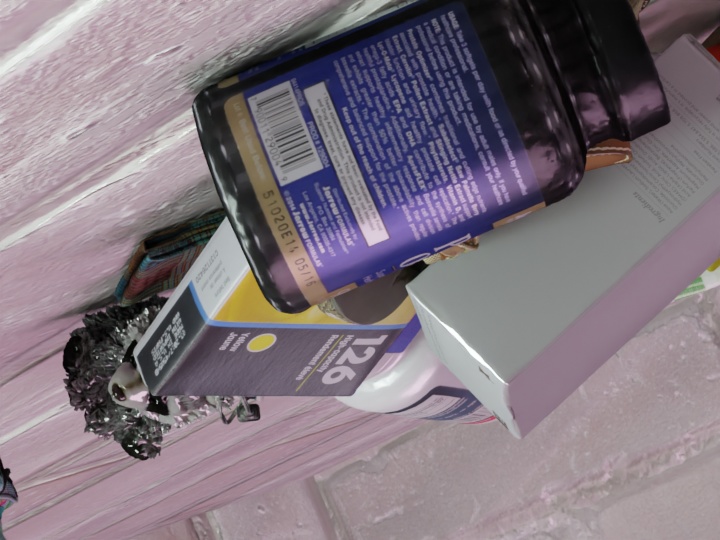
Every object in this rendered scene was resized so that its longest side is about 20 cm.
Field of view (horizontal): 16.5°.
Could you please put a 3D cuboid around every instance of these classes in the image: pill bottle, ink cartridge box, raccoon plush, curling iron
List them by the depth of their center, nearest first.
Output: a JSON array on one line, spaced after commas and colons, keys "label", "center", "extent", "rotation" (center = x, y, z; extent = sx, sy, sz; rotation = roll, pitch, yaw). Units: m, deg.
[{"label": "pill bottle", "center": [0.033, -0.067, 1.126], "extent": [0.199, 0.112, 0.112], "rotation": [-23, 173, 3]}, {"label": "ink cartridge box", "center": [0.000, 0.000, 1.403], "extent": [0.199, 0.047, 0.198], "rotation": [3, 138, -36]}, {"label": "curling iron", "center": [-0.075, 0.034, 1.538], "extent": [0.025, 0.050, 0.200], "rotation": [-7, -153, 3]}, {"label": "raccoon plush", "center": [-0.105, 0.034, 1.597], "extent": [0.134, 0.097, 0.200], "rotation": [-26, -159, 44]}, {"label": "pill bottle", "center": [0.030, 0.035, 1.623], "extent": [0.119, 0.120, 0.200], "rotation": [-26, 160, 27]}]

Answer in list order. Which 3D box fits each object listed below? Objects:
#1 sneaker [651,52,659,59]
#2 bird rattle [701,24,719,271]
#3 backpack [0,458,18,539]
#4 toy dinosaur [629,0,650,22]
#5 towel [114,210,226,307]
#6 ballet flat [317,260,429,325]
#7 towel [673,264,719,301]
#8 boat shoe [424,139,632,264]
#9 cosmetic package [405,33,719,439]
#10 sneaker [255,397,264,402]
[{"label": "sneaker", "center": [0.111, -0.079, 1.474], "extent": [0.072, 0.072, 0.200], "rotation": [2, 159, -33]}, {"label": "bird rattle", "center": [0.209, -0.088, 1.471], "extent": [0.112, 0.164, 0.200], "rotation": [21, 153, -8]}, {"label": "backpack", "center": [-0.307, 0.148, 1.565], "extent": [0.177, 0.151, 0.200], "rotation": [-20, 168, -6]}, {"label": "toy dinosaur", "center": [0.069, -0.103, 1.254], "extent": [0.199, 0.048, 0.088], "rotation": [-18, 179, -9]}, {"label": "towel", "center": [-0.049, -0.028, 1.524], "extent": [0.199, 0.022, 0.147], "rotation": [-20, 172, -15]}, {"label": "ballet flat", "center": [0.050, -0.044, 1.311], "extent": [0.200, 0.067, 0.046], "rotation": [-42, -156, -15]}, {"label": "towel", "center": [0.170, -0.042, 1.590], "extent": [0.199, 0.153, 0.023], "rotation": [-22, 155, 7]}, {"label": "boat shoe", "center": [0.037, -0.040, 1.239], "extent": [0.199, 0.074, 0.076], "rotation": [-9, 171, 7]}, {"label": "cosmetic package", "center": [0.125, -0.014, 1.303], "extent": [0.200, 0.081, 0.113], "rotation": [-40, 160, -8]}, {"label": "sneaker", "center": [-0.008, 0.026, 1.750], "extent": [0.199, 0.094, 0.070], "rotation": [-23, 173, 5]}]
